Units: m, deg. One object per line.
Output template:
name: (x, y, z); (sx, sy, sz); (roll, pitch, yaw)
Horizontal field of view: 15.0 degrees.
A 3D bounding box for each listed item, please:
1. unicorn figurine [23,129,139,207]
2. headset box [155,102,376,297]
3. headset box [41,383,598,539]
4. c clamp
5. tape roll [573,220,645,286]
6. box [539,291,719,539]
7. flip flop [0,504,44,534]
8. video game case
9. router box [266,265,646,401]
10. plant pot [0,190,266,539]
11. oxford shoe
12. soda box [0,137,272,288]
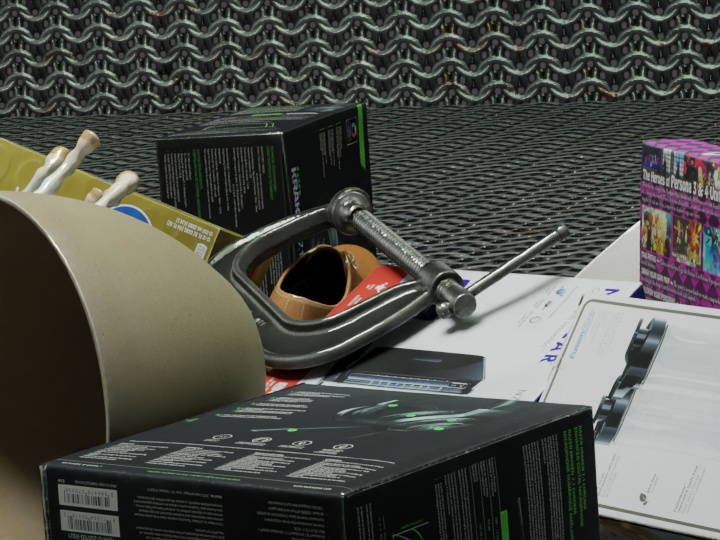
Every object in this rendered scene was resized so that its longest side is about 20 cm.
unicorn figurine: (-0.195, -0.020, 1.548); (0.137, 0.074, 0.200); (-46, -11, -19)
headset box: (-0.057, -0.019, 1.859); (0.092, 0.175, 0.200); (-2, 8, 17)
headset box: (-0.010, 0.115, 1.224); (0.174, 0.093, 0.200); (2, 11, 37)
c clamp: (0.000, 0.000, 1.529); (0.171, 0.027, 0.200); (-33, 30, -16)
tape roll: (0.171, 0.012, 1.631); (0.203, 0.037, 0.203); (-38, -14, -11)
box: (0.171, 0.081, 1.301); (0.200, 0.117, 0.060); (6, -23, 49)
flip flop: (-0.126, 0.105, 1.478); (0.199, 0.058, 0.081); (-13, 13, -31)
video game case: (0.197, 0.029, 1.437); (0.036, 0.182, 0.200); (-4, 8, -14)
router box: (0.034, 0.072, 1.445); (0.179, 0.049, 0.200); (3, 33, 37)
plant pot: (-0.127, 0.056, 1.363); (0.134, 0.201, 0.200); (-7, 9, -39)
oxford shoe: (-0.016, 0.013, 1.641); (0.071, 0.072, 0.200); (13, 19, 6)
soda box: (-0.155, -0.019, 1.678); (0.199, 0.068, 0.064); (22, 0, 34)
